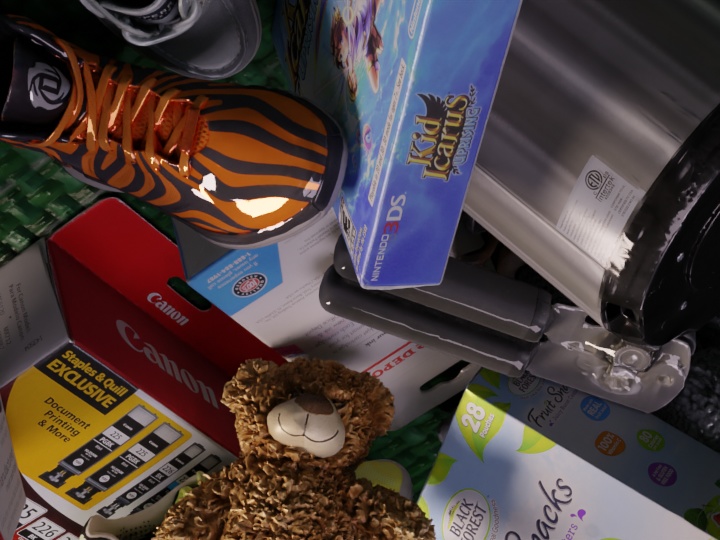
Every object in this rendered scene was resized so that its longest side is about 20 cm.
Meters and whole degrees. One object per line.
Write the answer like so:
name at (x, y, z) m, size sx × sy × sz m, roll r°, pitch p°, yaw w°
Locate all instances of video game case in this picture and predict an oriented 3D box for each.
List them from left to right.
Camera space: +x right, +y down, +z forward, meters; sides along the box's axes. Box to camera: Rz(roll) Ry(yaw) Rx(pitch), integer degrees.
video game case at (0.012, -0.125, 0.892) m, size 0.045 × 0.182 × 0.200 m, roll -3°, pitch 136°, yaw -17°

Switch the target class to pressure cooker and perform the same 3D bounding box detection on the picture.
pressure cooker at (0.119, -0.085, 0.977) m, size 0.176 × 0.200 × 0.179 m, roll -49°, pitch 155°, yaw -2°

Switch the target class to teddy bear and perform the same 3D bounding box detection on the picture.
teddy bear at (-0.038, 0.141, 1.051) m, size 0.200 × 0.145 × 0.067 m, roll -64°, pitch 158°, yaw -8°

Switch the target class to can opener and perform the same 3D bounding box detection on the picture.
can opener at (0.080, 0.019, 1.050) m, size 0.199 × 0.067 × 0.053 m, roll 19°, pitch 130°, yaw -4°

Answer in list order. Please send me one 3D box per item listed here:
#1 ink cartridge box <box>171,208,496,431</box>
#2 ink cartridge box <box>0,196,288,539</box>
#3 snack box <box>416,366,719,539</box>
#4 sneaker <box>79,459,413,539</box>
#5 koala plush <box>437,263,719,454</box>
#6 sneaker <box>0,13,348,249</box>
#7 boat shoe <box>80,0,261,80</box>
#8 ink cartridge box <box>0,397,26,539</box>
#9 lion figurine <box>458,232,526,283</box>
ink cartridge box at (0.000, 0.000, 1.109) m, size 0.115 × 0.068 × 0.200 m, roll -33°, pitch 137°, yaw 16°
ink cartridge box at (-0.142, 0.076, 1.124) m, size 0.175 × 0.084 × 0.200 m, roll -34°, pitch 137°, yaw 14°
snack box at (0.129, 0.155, 1.093) m, size 0.068 × 0.200 × 0.169 m, roll -43°, pitch 159°, yaw -47°
sneaker at (-0.063, 0.149, 1.119) m, size 0.199 × 0.075 × 0.077 m, roll -21°, pitch 129°, yaw -13°
koala plush at (0.145, 0.099, 1.203) m, size 0.200 × 0.178 × 0.184 m, roll -42°, pitch 148°, yaw 19°
sneaker at (-0.107, -0.064, 0.909) m, size 0.112 × 0.200 × 0.078 m, roll 20°, pitch 83°, yaw -52°
boat shoe at (-0.107, -0.139, 0.914) m, size 0.070 × 0.072 × 0.201 m, roll -30°, pitch 138°, yaw 12°
ink cartridge box at (-0.230, 0.053, 0.953) m, size 0.083 × 0.145 × 0.201 m, roll -10°, pitch 106°, yaw 2°
lion figurine at (0.151, -0.049, 1.100) m, size 0.199 × 0.123 × 0.073 m, roll 1°, pitch 150°, yaw -4°
